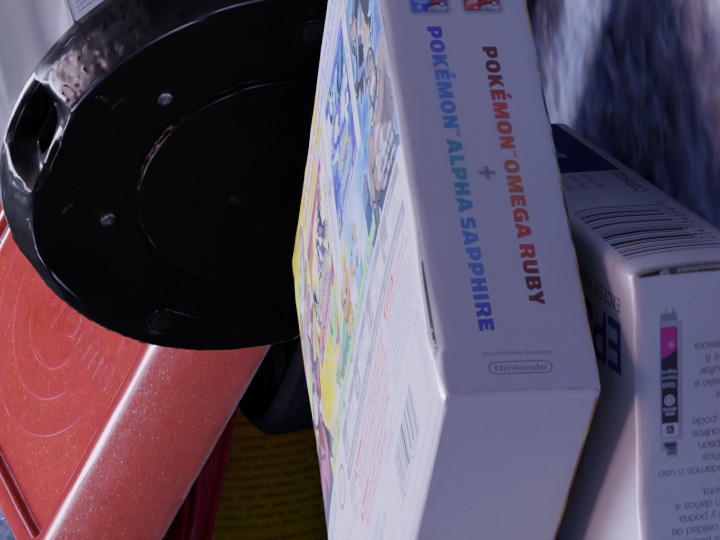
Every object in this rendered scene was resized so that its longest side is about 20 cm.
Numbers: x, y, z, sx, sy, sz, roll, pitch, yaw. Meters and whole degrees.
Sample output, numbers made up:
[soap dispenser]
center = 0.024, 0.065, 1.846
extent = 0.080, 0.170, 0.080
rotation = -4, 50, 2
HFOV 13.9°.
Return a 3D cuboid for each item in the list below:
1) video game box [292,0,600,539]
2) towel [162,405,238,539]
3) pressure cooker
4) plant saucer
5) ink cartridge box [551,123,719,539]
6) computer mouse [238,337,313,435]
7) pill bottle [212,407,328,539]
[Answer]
[video game box]
center = 0.017, 0.013, 0.823
extent = 0.200, 0.047, 0.183
rotation = 100, 163, -54
[towel]
center = -0.111, 0.050, 1.267
extent = 0.200, 0.022, 0.145
rotation = 23, 103, 53
[pressure cooker]
center = -0.053, -0.097, 1.015
extent = 0.179, 0.175, 0.200
rotation = 107, 152, -41
[plant saucer]
center = -0.113, 0.017, 1.225
extent = 0.200, 0.037, 0.200
rotation = -60, 38, 20
[ink cartridge box]
center = 0.067, 0.074, 0.815
extent = 0.196, 0.043, 0.201
rotation = -133, 41, -74
[computer mouse]
center = 0.000, 0.000, 1.161
extent = 0.200, 0.052, 0.139
rotation = 123, 144, -55
[pill bottle]
center = -0.055, 0.071, 1.313
extent = 0.111, 0.111, 0.201
rotation = -127, 35, -72
